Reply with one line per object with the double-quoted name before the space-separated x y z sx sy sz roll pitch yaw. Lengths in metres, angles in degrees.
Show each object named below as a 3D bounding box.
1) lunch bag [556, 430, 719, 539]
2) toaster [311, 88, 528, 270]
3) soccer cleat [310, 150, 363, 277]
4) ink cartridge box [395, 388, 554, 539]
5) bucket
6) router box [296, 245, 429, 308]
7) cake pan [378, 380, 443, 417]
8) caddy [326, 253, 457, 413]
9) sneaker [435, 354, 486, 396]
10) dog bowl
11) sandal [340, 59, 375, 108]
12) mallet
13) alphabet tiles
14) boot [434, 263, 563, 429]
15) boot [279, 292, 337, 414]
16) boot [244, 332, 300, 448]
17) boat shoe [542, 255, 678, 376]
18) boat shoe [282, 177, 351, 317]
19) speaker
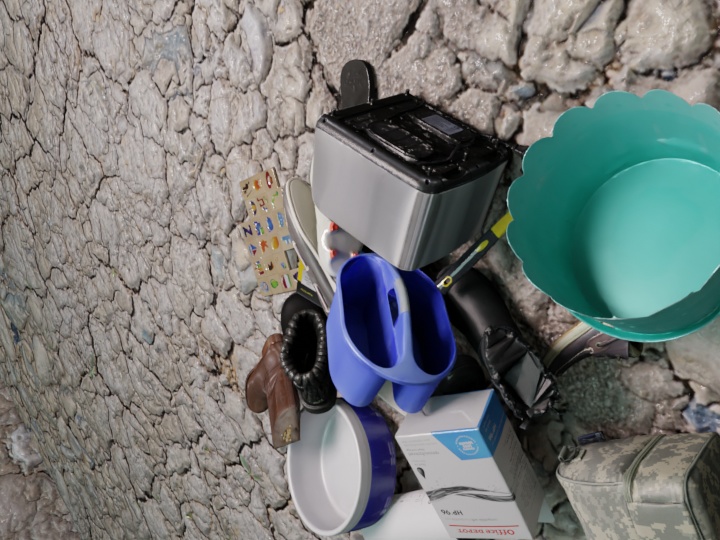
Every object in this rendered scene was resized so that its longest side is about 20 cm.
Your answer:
"lunch bag" 0.312 0.279 0.661 0.166 0.138 0.205 -22 89 44
"toaster" 0.064 -0.111 0.727 0.198 0.179 0.121 35 132 27
"soccer cleat" -0.033 -0.090 0.823 0.077 0.068 0.207 -14 73 55
"ink cartridge box" 0.138 0.246 0.733 0.114 0.068 0.203 -16 111 37
"bucket" 0.248 -0.041 0.561 0.203 0.133 0.214 -15 66 38
"router box" 0.000 0.000 0.880 0.197 0.051 0.153 27 122 31
"cake pan" 0.048 0.152 0.866 0.199 0.037 0.201 39 164 13
"caddy" 0.034 0.064 0.723 0.203 0.137 0.107 -99 25 -48
"sneaker" 0.153 0.189 0.782 0.106 0.059 0.201 64 -176 37
"dog bowl" -0.034 0.306 0.989 0.197 0.077 0.207 -12 75 49
"sandal" -0.006 -0.182 0.858 0.074 0.045 0.206 4 107 41
"mallet" 0.152 -0.056 0.709 0.199 0.041 0.067 -39 84 19
"alphabet tiles" -0.149 -0.064 1.062 0.164 0.007 0.206 -11 97 45
"boot" 0.153 0.077 0.717 0.073 0.162 0.201 -34 84 8
"boot" -0.084 0.094 0.932 0.159 0.077 0.215 77 174 -58
"boot" -0.149 0.240 1.069 0.202 0.062 0.190 -116 36 -50
"boat shoe" 0.276 0.064 0.666 0.066 0.071 0.201 55 128 19
"boat shoe" -0.062 -0.024 0.846 0.056 0.066 0.204 -28 88 39
"speaker" 0.087 0.377 0.949 0.198 0.080 0.083 -31 84 44
